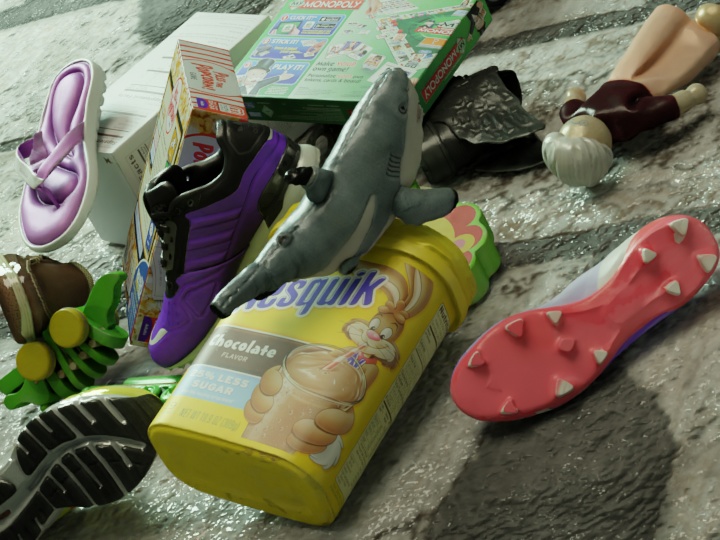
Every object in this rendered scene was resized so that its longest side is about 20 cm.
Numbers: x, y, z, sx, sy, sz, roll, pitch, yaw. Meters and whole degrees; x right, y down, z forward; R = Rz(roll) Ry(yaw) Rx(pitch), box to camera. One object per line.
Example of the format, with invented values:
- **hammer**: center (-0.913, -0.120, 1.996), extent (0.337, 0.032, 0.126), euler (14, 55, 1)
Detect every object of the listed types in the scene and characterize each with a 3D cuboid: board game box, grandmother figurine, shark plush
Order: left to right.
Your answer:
- **board game box**: center (-0.140, -0.059, 1.624), extent (0.046, 0.200, 0.152), euler (11, 24, -14)
- **shark plush**: center (-0.032, -0.045, 1.355), extent (0.200, 0.083, 0.091), euler (-36, 45, -16)
- **board game box**: center (-0.007, -0.175, 1.710), extent (0.200, 0.029, 0.135), euler (6, 48, 39)
- **grandmother figurine**: center (0.198, -0.130, 1.564), extent (0.121, 0.061, 0.200), euler (-10, 29, 48)

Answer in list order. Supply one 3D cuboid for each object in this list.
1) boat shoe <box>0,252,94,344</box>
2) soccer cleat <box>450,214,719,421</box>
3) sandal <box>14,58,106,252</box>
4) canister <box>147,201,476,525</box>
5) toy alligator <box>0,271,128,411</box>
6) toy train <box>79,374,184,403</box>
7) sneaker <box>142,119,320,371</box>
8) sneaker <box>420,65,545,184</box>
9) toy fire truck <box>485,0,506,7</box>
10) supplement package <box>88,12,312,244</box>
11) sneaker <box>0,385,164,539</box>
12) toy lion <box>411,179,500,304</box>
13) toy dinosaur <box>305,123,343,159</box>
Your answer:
- **boat shoe**: center (-0.251, 0.013, 1.662), extent (0.075, 0.075, 0.202), euler (-22, 3, -8)
- **soccer cleat**: center (0.145, 0.033, 1.344), extent (0.200, 0.067, 0.076), euler (-36, -3, -3)
- **sandal**: center (-0.257, -0.099, 1.720), extent (0.082, 0.050, 0.203), euler (-27, 43, 28)
- **canister**: center (-0.032, 0.060, 1.380), extent (0.148, 0.087, 0.200), euler (12, 54, 31)
- **toy alligator**: center (-0.236, 0.081, 1.609), extent (0.200, 0.054, 0.059), euler (-44, -12, 18)
- **toy train**: center (-0.126, 0.093, 1.504), extent (0.200, 0.042, 0.056), euler (-4, 26, 39)
- **sneaker**: center (-0.118, -0.026, 1.495), extent (0.200, 0.099, 0.070), euler (-58, 20, 18)
- **sneaker**: center (0.084, -0.129, 1.669), extent (0.104, 0.060, 0.200), euler (-27, 32, 5)
- **toy fire truck**: center (0.066, -0.319, 1.853), extent (0.176, 0.200, 0.129), euler (-39, 29, -21)
- **supplement package**: center (-0.154, -0.123, 1.816), extent (0.109, 0.114, 0.200), euler (10, 46, 49)
- **sneaker**: center (-0.196, 0.123, 1.444), extent (0.200, 0.078, 0.090), euler (-31, 9, 37)
- **toy lion**: center (0.000, 0.000, 1.532), extent (0.200, 0.069, 0.192), euler (-26, 35, 6)
- **toy dinosaur**: center (-0.019, -0.183, 1.799), extent (0.102, 0.077, 0.200), euler (-6, 45, -12)
